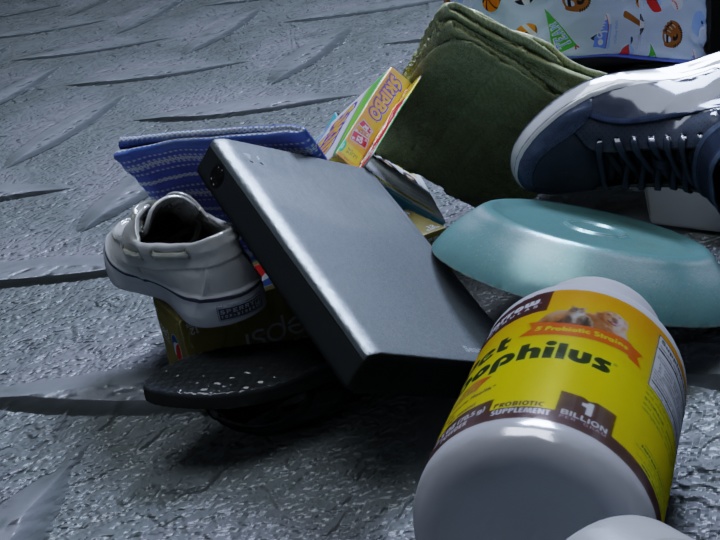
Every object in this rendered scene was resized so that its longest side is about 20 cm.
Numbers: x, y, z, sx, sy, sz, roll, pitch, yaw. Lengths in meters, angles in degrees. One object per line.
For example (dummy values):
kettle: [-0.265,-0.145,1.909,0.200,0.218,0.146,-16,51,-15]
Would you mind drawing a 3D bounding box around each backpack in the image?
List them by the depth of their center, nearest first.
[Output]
backpack: [0.158,-0.202,1.092,0.189,0.156,0.199,-12,7,-36]

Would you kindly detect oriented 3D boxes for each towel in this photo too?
towel: [-0.072,-0.037,1.011,0.143,0.200,0.024,-3,60,19]
towel: [0.092,-0.113,1.047,0.037,0.148,0.200,-64,6,-30]

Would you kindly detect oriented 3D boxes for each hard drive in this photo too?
hard drive: [0.000,0.000,0.861,0.139,0.033,0.200,9,34,-43]

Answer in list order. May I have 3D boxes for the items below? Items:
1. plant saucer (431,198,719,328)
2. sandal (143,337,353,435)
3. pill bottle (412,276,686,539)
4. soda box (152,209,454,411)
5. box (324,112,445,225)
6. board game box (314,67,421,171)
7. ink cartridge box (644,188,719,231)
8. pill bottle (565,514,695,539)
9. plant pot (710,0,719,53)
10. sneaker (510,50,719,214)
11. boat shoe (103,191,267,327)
plant saucer: [0.145,-0.011,0.894,0.198,0.036,0.200,10,13,-2]
sandal: [-0.036,0.073,0.885,0.199,0.048,0.075,-8,15,-26]
pill bottle: [0.099,0.078,0.687,0.108,0.110,0.200,-5,22,20]
soda box: [-0.035,0.024,0.965,0.198,0.068,0.064,-19,22,-19]
box: [0.009,-0.067,1.142,0.082,0.049,0.200,31,12,-14]
board game box: [-0.029,-0.077,1.053,0.200,0.030,0.096,-33,22,52]
ink cartridge box: [0.326,-0.102,1.064,0.199,0.083,0.146,-29,26,-37]
pill bottle: [0.138,0.158,0.449,0.112,0.114,0.200,-21,23,-23]
plant pot: [0.235,-0.228,1.321,0.198,0.201,0.178,0,35,30]
sneaker: [0.204,-0.065,0.918,0.201,0.077,0.147,-18,44,7]
boat shoe: [-0.124,-0.018,0.932,0.071,0.066,0.200,-20,21,-19]
